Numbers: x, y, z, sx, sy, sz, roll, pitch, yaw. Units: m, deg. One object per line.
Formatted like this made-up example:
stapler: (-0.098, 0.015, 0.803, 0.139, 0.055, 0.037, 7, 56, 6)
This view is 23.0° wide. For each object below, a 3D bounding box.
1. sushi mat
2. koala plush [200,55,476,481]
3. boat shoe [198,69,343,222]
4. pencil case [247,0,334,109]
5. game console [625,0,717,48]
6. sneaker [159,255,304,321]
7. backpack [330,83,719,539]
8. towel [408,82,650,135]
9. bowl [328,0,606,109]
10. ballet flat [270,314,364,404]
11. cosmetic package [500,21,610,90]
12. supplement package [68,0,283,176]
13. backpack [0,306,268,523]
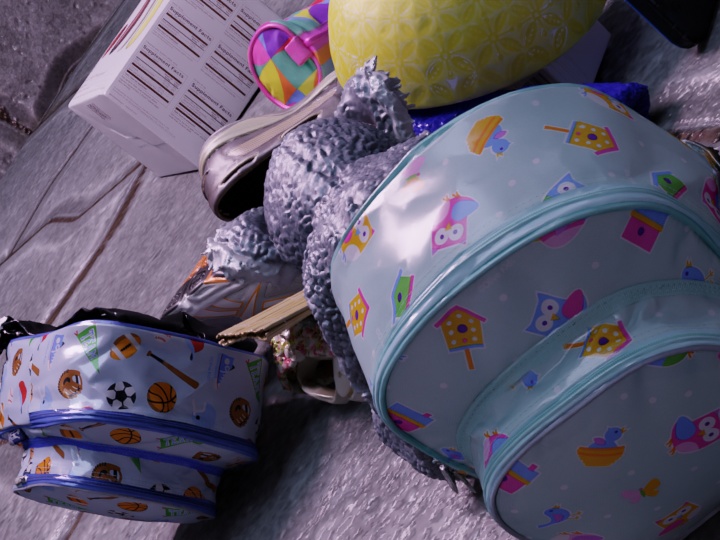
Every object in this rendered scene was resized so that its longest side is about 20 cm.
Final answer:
sushi mat: (0.000, 0.000, 1.178, 0.199, 0.012, 0.095, -29, 8, -22)
koala plush: (0.012, -0.024, 0.968, 0.178, 0.184, 0.200, -49, 44, 1)
boat shoe: (-0.022, -0.085, 1.245, 0.198, 0.075, 0.074, -26, 40, 17)
pencil case: (-0.013, -0.213, 1.552, 0.088, 0.089, 0.200, -31, 7, 47)
game console: (0.187, -0.270, 1.069, 0.118, 0.199, 0.172, -31, 27, 47)
sneaker: (-0.077, 0.021, 1.338, 0.199, 0.092, 0.076, -31, 21, 50)
backpack: (0.093, 0.025, 0.746, 0.176, 0.199, 0.154, -41, 37, 25)
towel: (0.072, -0.067, 1.109, 0.199, 0.050, 0.148, 5, 52, 47)
bowl: (0.058, -0.209, 1.184, 0.198, 0.108, 0.201, -17, 33, 12)
ballet flat: (-0.005, 0.056, 1.167, 0.200, 0.075, 0.065, 167, 107, -69)
cosmetic package: (0.086, -0.109, 1.252, 0.199, 0.050, 0.083, -34, 25, 44)
supplement package: (-0.211, -0.235, 2.065, 0.201, 0.147, 0.191, -57, 19, -12)
backpack: (-0.158, 0.098, 1.247, 0.190, 0.198, 0.156, -32, 55, 58)
